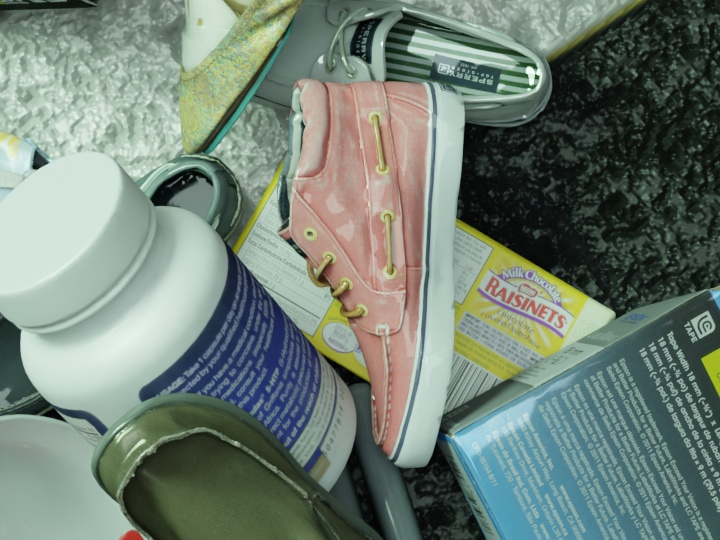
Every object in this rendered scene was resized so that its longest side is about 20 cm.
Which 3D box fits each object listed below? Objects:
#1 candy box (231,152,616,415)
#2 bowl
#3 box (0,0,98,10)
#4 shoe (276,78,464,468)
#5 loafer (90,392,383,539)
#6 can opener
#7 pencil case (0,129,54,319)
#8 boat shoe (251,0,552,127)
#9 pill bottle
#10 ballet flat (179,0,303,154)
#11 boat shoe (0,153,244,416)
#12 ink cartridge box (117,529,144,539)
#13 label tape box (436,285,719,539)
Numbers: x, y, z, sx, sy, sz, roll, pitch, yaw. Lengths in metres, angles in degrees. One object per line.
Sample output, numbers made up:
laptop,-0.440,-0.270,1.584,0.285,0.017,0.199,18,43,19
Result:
candy box,0.028,0.017,1.286,0.199,0.026,0.103,31,84,1
bowl,-0.188,0.181,1.214,0.200,0.090,0.203,18,63,-40
box,-0.181,-0.236,1.235,0.047,0.192,0.202,16,82,-37
shoe,0.000,0.000,1.229,0.090,0.071,0.202,4,89,-11
loafer,-0.045,0.127,1.145,0.200,0.070,0.075,34,100,-35
can opener,0.014,0.161,1.260,0.052,0.066,0.201,-18,77,0
pencil case,-0.223,0.016,1.211,0.083,0.090,0.201,54,47,-31
boat shoe,0.007,-0.122,1.279,0.198,0.067,0.074,5,84,-1
pill bottle,-0.100,0.039,1.188,0.120,0.120,0.200,-42,126,-5
ballet flat,-0.051,-0.151,1.220,0.071,0.071,0.200,40,112,3
boat shoe,-0.146,0.009,1.265,0.200,0.062,0.073,-41,86,-5
ink cartridge box,-0.072,0.233,1.194,0.201,0.067,0.116,55,44,-11
label tape box,0.158,0.100,1.249,0.199,0.063,0.145,-28,95,-9
